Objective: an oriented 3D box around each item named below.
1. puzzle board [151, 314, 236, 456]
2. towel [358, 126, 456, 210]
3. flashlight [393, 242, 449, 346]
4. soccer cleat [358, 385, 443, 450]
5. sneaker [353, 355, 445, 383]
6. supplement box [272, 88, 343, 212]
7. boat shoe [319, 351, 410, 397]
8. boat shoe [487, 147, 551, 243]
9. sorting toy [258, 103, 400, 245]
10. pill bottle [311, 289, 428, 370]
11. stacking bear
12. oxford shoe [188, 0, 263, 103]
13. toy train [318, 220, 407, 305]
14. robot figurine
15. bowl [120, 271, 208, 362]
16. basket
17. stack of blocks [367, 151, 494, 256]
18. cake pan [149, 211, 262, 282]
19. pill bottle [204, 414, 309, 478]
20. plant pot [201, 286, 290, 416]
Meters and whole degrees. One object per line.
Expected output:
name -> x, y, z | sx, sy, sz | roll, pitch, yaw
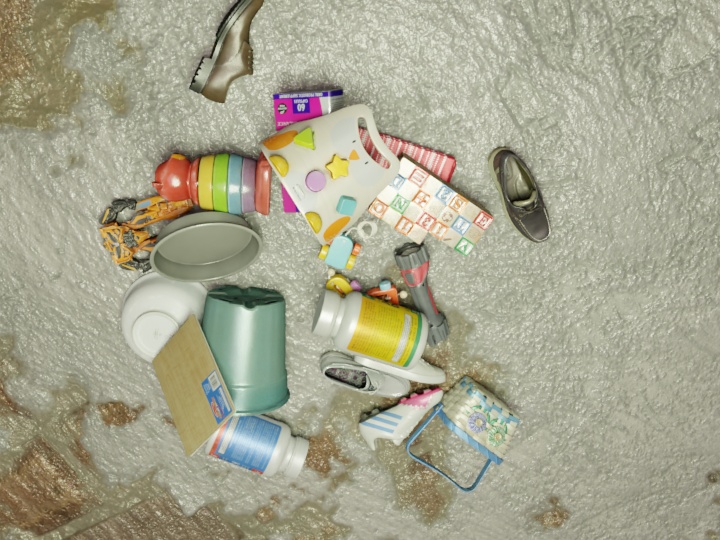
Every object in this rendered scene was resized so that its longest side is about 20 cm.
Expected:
puzzle board -> -0.298, 0.203, 0.993 | 0.151, 0.017, 0.201 | -44, 63, 25
towel -> 0.065, -0.170, 1.037 | 0.198, 0.023, 0.146 | 17, 109, -4
flashlight -> 0.126, 0.044, 1.089 | 0.067, 0.068, 0.201 | -24, 112, -2
soccer cleat -> 0.092, 0.310, 1.163 | 0.199, 0.070, 0.087 | -27, 78, 16
sneaker -> 0.092, 0.171, 1.124 | 0.198, 0.073, 0.085 | 19, 88, -16
supplement box -> -0.082, -0.209, 0.974 | 0.100, 0.103, 0.202 | 0, 110, 11
boat shoe -> 0.012, 0.222, 1.140 | 0.199, 0.069, 0.072 | 26, 105, -11
boat shoe -> 0.298, -0.132, 1.027 | 0.071, 0.065, 0.201 | -27, 107, 7
sorting toy -> -0.037, -0.167, 0.888 | 0.179, 0.107, 0.201 | -33, 101, -1
pill bottle -> 0.015, 0.105, 1.030 | 0.198, 0.113, 0.114 | 18, 108, -10
stacking bear -> -0.258, -0.157, 0.977 | 0.198, 0.122, 0.115 | 3, 115, -8
oxford shoe -> -0.210, -0.379, 0.948 | 0.084, 0.073, 0.201 | 26, 110, -25
toy train -> 0.000, 0.000, 1.078 | 0.149, 0.056, 0.202 | -16, 111, 4
robot figurine -> -0.395, -0.074, 1.045 | 0.198, 0.058, 0.146 | -17, 107, 5
bowl -> -0.384, 0.109, 1.091 | 0.199, 0.090, 0.203 | 0, 109, 0
basket -> 0.211, 0.335, 1.143 | 0.176, 0.139, 0.201 | 34, 97, -11
stack of blocks -> 0.126, -0.109, 1.014 | 0.199, 0.059, 0.116 | 31, 109, -9
cake pan -> -0.278, -0.042, 1.009 | 0.199, 0.200, 0.037 | -20, 64, 6
pill bottle -> -0.213, 0.360, 1.163 | 0.199, 0.112, 0.113 | 23, 107, -7
plant pot -> -0.223, 0.141, 1.059 | 0.198, 0.200, 0.198 | 7, 100, -3
